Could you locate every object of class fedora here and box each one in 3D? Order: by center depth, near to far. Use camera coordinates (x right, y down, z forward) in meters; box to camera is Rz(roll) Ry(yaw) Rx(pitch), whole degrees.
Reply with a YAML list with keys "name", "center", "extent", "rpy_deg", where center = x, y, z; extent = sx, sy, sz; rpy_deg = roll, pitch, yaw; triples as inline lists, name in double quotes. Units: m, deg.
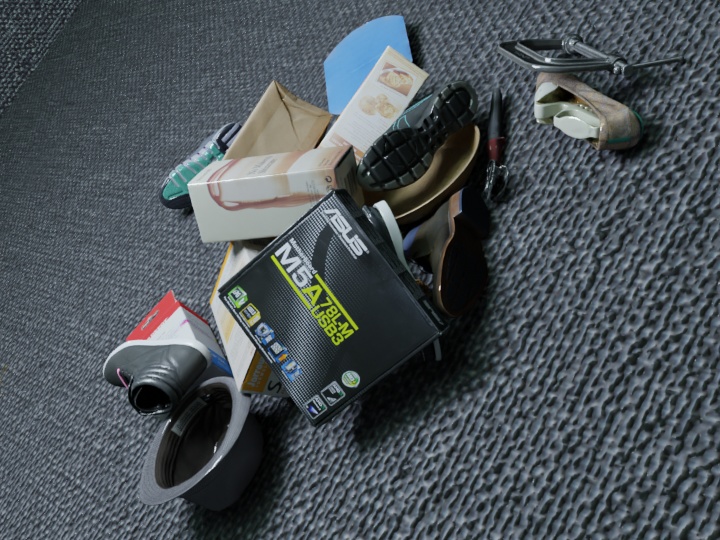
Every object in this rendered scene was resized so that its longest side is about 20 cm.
- name: "fedora"
  center: [-0.186, 0.232, 1.196]
  extent: [0.177, 0.090, 0.200]
  rpy_deg: [-33, 30, 19]

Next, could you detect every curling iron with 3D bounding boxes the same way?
- name: "curling iron"
  center: [0.177, -0.166, 1.215]
  extent: [0.050, 0.026, 0.200]
  rpy_deg: [112, 171, -49]

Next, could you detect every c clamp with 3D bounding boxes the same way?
- name: "c clamp"
  center: [0.265, -0.262, 1.162]
  extent: [0.171, 0.027, 0.200]
  rpy_deg: [-10, 26, -14]

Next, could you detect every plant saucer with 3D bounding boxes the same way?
- name: "plant saucer"
  center: [0.079, -0.123, 1.257]
  extent: [0.200, 0.035, 0.200]
  rpy_deg: [-29, 30, 19]

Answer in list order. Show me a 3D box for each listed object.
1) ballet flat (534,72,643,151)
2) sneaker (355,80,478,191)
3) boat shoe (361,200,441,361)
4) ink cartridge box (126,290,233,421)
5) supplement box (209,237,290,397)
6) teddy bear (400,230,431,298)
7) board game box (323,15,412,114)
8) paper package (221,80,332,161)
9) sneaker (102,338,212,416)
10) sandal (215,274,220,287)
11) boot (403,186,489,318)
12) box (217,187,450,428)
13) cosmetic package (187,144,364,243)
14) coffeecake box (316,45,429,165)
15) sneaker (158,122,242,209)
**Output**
- name: "ballet flat"
  center: [0.248, -0.192, 1.120]
  extent: [0.067, 0.068, 0.200]
  rpy_deg: [-20, 31, -17]
- name: "sneaker"
  center: [0.070, -0.170, 1.242]
  extent: [0.200, 0.075, 0.079]
  rpy_deg: [-40, 15, -15]
- name: "boat shoe"
  center: [0.036, 0.019, 1.098]
  extent: [0.060, 0.076, 0.200]
  rpy_deg: [-20, 73, -6]
- name: "ink cartridge box"
  center: [-0.273, 0.129, 1.405]
  extent: [0.116, 0.067, 0.200]
  rpy_deg: [-46, 36, 6]
- name: "supplement box"
  center: [-0.127, 0.053, 1.231]
  extent: [0.126, 0.073, 0.200]
  rpy_deg: [-66, 30, 26]
- name: "teddy bear"
  center: [0.000, 0.000, 1.190]
  extent: [0.145, 0.067, 0.200]
  rpy_deg: [-25, 48, 1]
- name: "board game box"
  center: [0.019, -0.323, 1.529]
  extent: [0.158, 0.039, 0.200]
  rpy_deg: [-27, 46, 21]
- name: "paper package"
  center: [-0.138, -0.152, 1.410]
  extent: [0.191, 0.103, 0.200]
  rpy_deg: [-61, 1, -16]
- name: "sneaker"
  center: [-0.299, 0.149, 1.279]
  extent: [0.200, 0.071, 0.099]
  rpy_deg: [-12, 30, 35]
- name: "sandal"
  center: [-0.133, 0.008, 1.358]
  extent: [0.200, 0.075, 0.048]
  rpy_deg: [-28, 43, 27]
- name: "boot"
  center: [0.096, -0.007, 1.133]
  extent: [0.097, 0.075, 0.200]
  rpy_deg: [-30, 29, 38]
- name: "box"
  center: [-0.034, 0.043, 1.064]
  extent: [0.193, 0.200, 0.048]
  rpy_deg: [-39, -6, 23]
- name: "cosmetic package"
  center: [-0.107, -0.099, 1.224]
  extent: [0.200, 0.087, 0.103]
  rpy_deg: [-6, 23, 15]
- name: "coffeecake box"
  center: [0.002, -0.197, 1.343]
  extent: [0.200, 0.073, 0.154]
  rpy_deg: [-56, 4, -9]
- name: "sneaker"
  center: [-0.286, -0.188, 1.724]
  extent: [0.200, 0.074, 0.088]
  rpy_deg: [-43, 21, -6]
